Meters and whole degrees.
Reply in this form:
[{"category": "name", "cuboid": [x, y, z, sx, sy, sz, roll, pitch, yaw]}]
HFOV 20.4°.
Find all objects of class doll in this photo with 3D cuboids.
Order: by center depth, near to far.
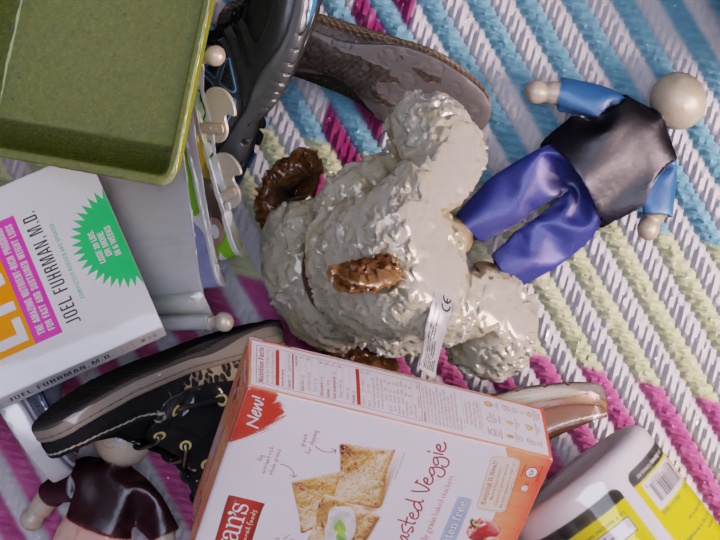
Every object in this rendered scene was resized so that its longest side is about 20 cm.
[{"category": "doll", "cuboid": [0.152, -0.071, 1.373, 0.199, 0.048, 0.137, -35, 90, 1]}]

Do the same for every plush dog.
[{"category": "plush dog", "cuboid": [0.000, 0.000, 1.324, 0.160, 0.171, 0.202, -23, 96, -38]}]

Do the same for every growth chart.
[{"category": "growth chart", "cuboid": [-0.135, -0.050, 1.342, 0.144, 0.018, 0.202, 5, 104, 32]}]

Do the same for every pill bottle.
[{"category": "pill bottle", "cuboid": [0.203, 0.213, 1.339, 0.112, 0.112, 0.201, -37, 89, 1]}]

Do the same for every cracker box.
[{"category": "cracker box", "cuboid": [0.005, 0.132, 1.259, 0.198, 0.058, 0.135, 14, 121, -10]}]

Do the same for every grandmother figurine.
[{"category": "grandmother figurine", "cuboid": [-0.178, 0.176, 1.373, 0.120, 0.061, 0.202, 16, 91, 7]}]

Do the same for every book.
[{"category": "book", "cuboid": [-0.244, 0.023, 1.318, 0.199, 0.048, 0.134, -25, 74, -6]}]

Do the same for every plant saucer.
[{"category": "plant saucer", "cuboid": [-0.172, -0.163, 1.305, 0.198, 0.048, 0.202, 11, 87, 28]}]

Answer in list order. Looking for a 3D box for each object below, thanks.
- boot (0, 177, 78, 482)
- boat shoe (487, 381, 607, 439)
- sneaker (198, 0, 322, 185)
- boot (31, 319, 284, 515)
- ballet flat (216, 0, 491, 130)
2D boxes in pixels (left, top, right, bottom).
[{"category": "boot", "cuboid": [-0.220, 0.037, 1.364, 0.090, 0.073, 0.201, -28, 82, -2]}, {"category": "boat shoe", "cuboid": [0.076, 0.126, 1.362, 0.198, 0.076, 0.072, -18, 84, 11]}, {"category": "sneaker", "cuboid": [-0.086, -0.136, 1.329, 0.081, 0.073, 0.201, 28, 120, -3]}, {"category": "boot", "cuboid": [-0.113, 0.129, 1.330, 0.199, 0.073, 0.152, -22, 98, -42]}, {"category": "ballet flat", "cuboid": [-0.003, -0.143, 1.380, 0.198, 0.046, 0.068, 18, 120, -1]}]
